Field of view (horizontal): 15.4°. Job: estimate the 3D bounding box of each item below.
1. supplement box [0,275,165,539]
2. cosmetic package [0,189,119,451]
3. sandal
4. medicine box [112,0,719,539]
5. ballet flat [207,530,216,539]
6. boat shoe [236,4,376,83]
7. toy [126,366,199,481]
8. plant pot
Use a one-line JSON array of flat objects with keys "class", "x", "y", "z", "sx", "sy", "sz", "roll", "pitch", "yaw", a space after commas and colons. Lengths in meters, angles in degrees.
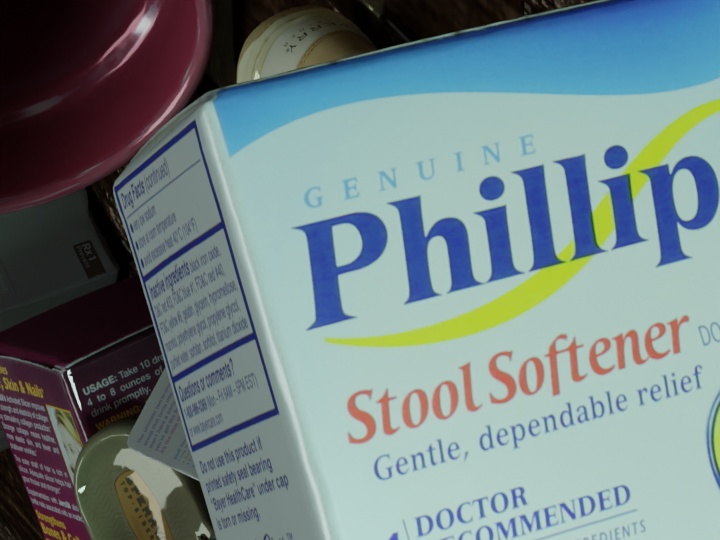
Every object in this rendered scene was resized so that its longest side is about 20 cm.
[{"class": "supplement box", "x": -0.091, "y": 0.113, "z": 1.291, "sx": 0.131, "sy": 0.103, "sz": 0.200, "roll": 8, "pitch": 120, "yaw": 64}, {"class": "cosmetic package", "x": -0.198, "y": 0.014, "z": 1.455, "sx": 0.107, "sy": 0.090, "sz": 0.200, "roll": 61, "pitch": 160, "yaw": 21}, {"class": "sandal", "x": -0.070, "y": 0.150, "z": 1.146, "sx": 0.200, "sy": 0.080, "sz": 0.054, "roll": 57, "pitch": -164, "yaw": 18}, {"class": "medicine box", "x": 0.049, "y": 0.035, "z": 0.773, "sx": 0.103, "sy": 0.182, "sz": 0.200, "roll": 152, "pitch": 102, "yaw": -68}, {"class": "ballet flat", "x": 0.012, "y": 0.176, "z": 1.082, "sx": 0.200, "sy": 0.064, "sz": 0.067, "roll": 34, "pitch": 156, "yaw": 10}, {"class": "boat shoe", "x": 0.000, "y": 0.000, "z": 1.022, "sx": 0.069, "sy": 0.074, "sz": 0.200, "roll": 30, "pitch": 138, "yaw": 63}, {"class": "toy", "x": 0.023, "y": 0.050, "z": 0.938, "sx": 0.200, "sy": 0.115, "sz": 0.047, "roll": 20, "pitch": 167, "yaw": 39}, {"class": "plant pot", "x": -0.179, "y": -0.151, "z": 1.145, "sx": 0.200, "sy": 0.200, "sz": 0.179, "roll": 96, "pitch": 159, "yaw": -49}]
